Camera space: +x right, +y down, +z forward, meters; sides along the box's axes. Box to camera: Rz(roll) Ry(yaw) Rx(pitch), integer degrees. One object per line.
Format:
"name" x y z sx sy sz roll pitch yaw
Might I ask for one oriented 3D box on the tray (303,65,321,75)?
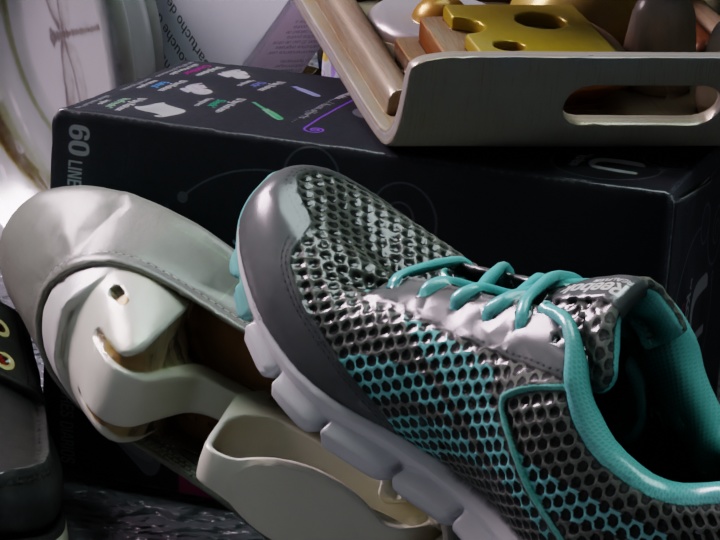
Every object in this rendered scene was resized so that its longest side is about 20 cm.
"tray" -0.081 -0.062 1.121 0.199 0.099 0.037 17 56 42

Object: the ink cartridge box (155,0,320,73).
"ink cartridge box" -0.083 -0.153 1.016 0.043 0.200 0.197 -6 56 -43

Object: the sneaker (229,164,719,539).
"sneaker" 0.046 0.027 0.610 0.077 0.091 0.200 -18 53 -43

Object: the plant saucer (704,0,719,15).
"plant saucer" 0.201 -0.054 0.808 0.199 0.048 0.200 37 3 -20

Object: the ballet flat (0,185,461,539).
"ballet flat" -0.040 0.035 0.683 0.199 0.068 0.064 31 27 23

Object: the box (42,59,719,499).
"box" 0.010 0.009 0.767 0.199 0.123 0.106 8 16 18

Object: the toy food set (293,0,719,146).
"toy food set" 0.061 -0.094 0.772 0.143 0.061 0.200 -1 24 -13

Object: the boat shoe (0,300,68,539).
"boat shoe" -0.134 0.038 0.738 0.073 0.063 0.201 3 14 -20

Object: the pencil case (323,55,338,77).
"pencil case" 0.077 -0.051 0.876 0.200 0.083 0.091 32 13 36

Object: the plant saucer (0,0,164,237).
"plant saucer" -0.128 -0.099 1.013 0.050 0.201 0.200 -16 21 -29

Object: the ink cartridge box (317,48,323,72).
"ink cartridge box" 0.065 -0.080 1.008 0.199 0.199 0.043 27 51 29
